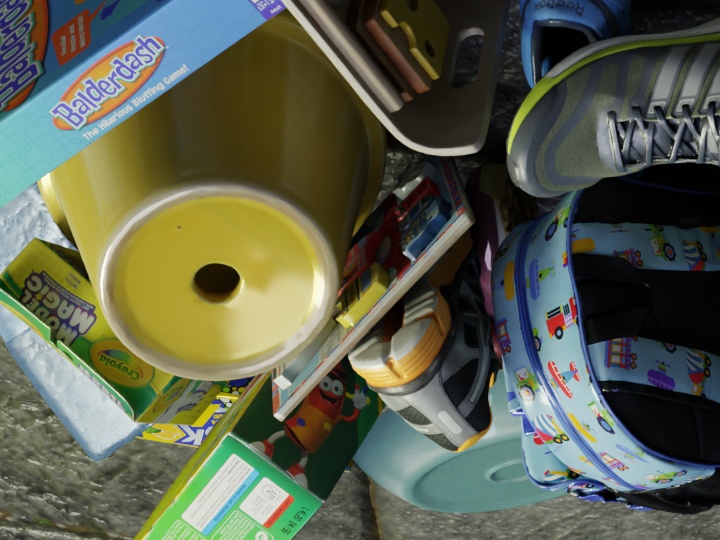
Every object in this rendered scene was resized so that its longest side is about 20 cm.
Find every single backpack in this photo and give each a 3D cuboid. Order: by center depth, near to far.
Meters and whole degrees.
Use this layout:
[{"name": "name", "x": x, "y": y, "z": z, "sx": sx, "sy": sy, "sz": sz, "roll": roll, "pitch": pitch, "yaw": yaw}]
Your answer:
[{"name": "backpack", "x": 0.143, "y": 0.041, "z": 1.647, "sx": 0.135, "sy": 0.183, "sz": 0.200, "roll": -18, "pitch": 163, "yaw": 34}]

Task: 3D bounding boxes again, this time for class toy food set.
[{"name": "toy food set", "x": 0.014, "y": -0.171, "z": 1.522, "sx": 0.060, "sy": 0.144, "sz": 0.200, "roll": -19, "pitch": 129, "yaw": 29}]

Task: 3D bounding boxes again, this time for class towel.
[{"name": "towel", "x": -0.184, "y": 0.014, "z": 1.874, "sx": 0.112, "sy": 0.049, "sz": 0.200, "roll": -32, "pitch": 94, "yaw": 34}]

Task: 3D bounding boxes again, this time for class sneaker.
[{"name": "sneaker", "x": 0.172, "y": -0.083, "z": 1.541, "sx": 0.200, "sy": 0.081, "sz": 0.074, "roll": -21, "pitch": 126, "yaw": -3}, {"name": "sneaker", "x": 0.118, "y": -0.096, "z": 1.627, "sx": 0.066, "sy": 0.078, "sz": 0.200, "roll": 6, "pitch": 143, "yaw": 15}, {"name": "sneaker", "x": 0.040, "y": 0.038, "z": 1.640, "sx": 0.078, "sy": 0.200, "sz": 0.077, "roll": -34, "pitch": 103, "yaw": 18}, {"name": "sneaker", "x": 0.060, "y": 0.010, "z": 1.789, "sx": 0.090, "sy": 0.075, "sz": 0.200, "roll": 5, "pitch": 140, "yaw": 11}]

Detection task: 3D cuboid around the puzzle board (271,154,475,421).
[{"name": "puzzle board", "x": 0.000, "y": 0.000, "z": 1.660, "sx": 0.017, "sy": 0.200, "sz": 0.151, "roll": 43, "pitch": 98, "yaw": -10}]

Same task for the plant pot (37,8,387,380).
[{"name": "plant pot", "x": -0.082, "y": -0.045, "z": 1.635, "sx": 0.201, "sy": 0.189, "sz": 0.201, "roll": -2, "pitch": 125, "yaw": -3}]

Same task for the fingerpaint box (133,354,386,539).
[{"name": "fingerpaint box", "x": -0.055, "y": 0.115, "z": 1.790, "sx": 0.073, "sy": 0.167, "sz": 0.200, "roll": 37, "pitch": 135, "yaw": -3}]

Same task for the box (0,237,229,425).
[{"name": "box", "x": -0.145, "y": 0.036, "z": 1.725, "sx": 0.117, "sy": 0.048, "sz": 0.200, "roll": 40, "pitch": -176, "yaw": 7}]

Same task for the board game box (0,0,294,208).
[{"name": "board game box", "x": -0.129, "y": -0.138, "z": 1.564, "sx": 0.200, "sy": 0.152, "sz": 0.045, "roll": -34, "pitch": 122, "yaw": 18}]

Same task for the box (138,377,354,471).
[{"name": "box", "x": -0.095, "y": 0.073, "z": 1.946, "sx": 0.200, "sy": 0.070, "sz": 0.064, "roll": 9, "pitch": 140, "yaw": 15}]

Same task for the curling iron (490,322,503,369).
[{"name": "curling iron", "x": 0.081, "y": 0.052, "z": 1.745, "sx": 0.200, "sy": 0.050, "sz": 0.026, "roll": 15, "pitch": 142, "yaw": -22}]

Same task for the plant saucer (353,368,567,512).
[{"name": "plant saucer", "x": 0.095, "y": 0.110, "z": 1.854, "sx": 0.200, "sy": 0.036, "sz": 0.200, "roll": -10, "pitch": 158, "yaw": -4}]
